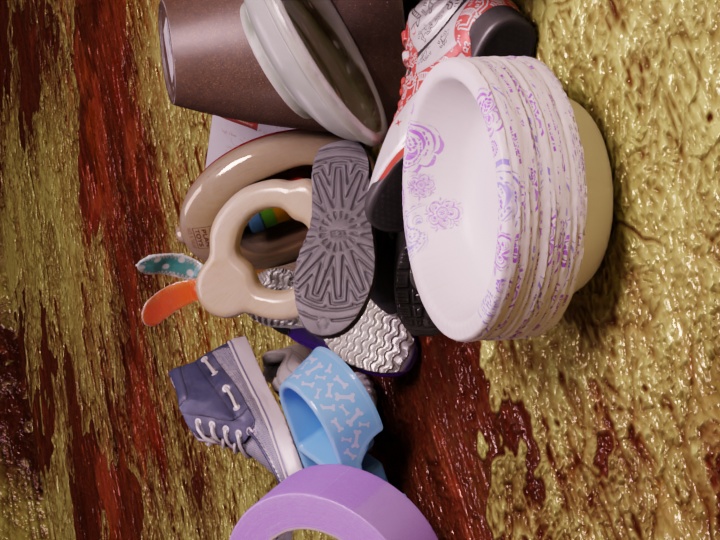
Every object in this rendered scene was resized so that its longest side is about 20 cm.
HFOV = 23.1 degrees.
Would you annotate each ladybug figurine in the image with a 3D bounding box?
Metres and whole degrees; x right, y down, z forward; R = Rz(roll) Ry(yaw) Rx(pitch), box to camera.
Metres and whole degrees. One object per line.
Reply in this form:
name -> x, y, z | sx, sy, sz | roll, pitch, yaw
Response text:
ladybug figurine -> -0.083, -0.073, 1.664 | 0.072, 0.198, 0.137 | -114, 8, -53

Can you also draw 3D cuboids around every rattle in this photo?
rattle -> -0.096, -0.015, 1.620 | 0.131, 0.199, 0.143 | 55, -158, -17

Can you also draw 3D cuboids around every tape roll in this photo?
tape roll -> -0.021, 0.277, 1.562 | 0.198, 0.066, 0.202 | 11, 113, 27

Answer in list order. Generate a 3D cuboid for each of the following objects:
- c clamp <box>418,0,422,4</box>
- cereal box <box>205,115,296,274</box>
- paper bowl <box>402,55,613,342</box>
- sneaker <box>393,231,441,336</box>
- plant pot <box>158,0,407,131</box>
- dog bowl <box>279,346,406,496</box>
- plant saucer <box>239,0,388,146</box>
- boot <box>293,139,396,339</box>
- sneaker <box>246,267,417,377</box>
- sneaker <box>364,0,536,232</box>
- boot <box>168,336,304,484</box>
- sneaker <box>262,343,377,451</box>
c clamp -> 0.040, -0.261, 1.531 | 0.171, 0.027, 0.202 | 117, 145, -54
cereal box -> -0.087, -0.087, 1.762 | 0.040, 0.143, 0.202 | -52, -23, -52
paper bowl -> 0.109, -0.052, 1.262 | 0.200, 0.103, 0.203 | 176, 90, -70
sneaker -> 0.061, -0.046, 1.465 | 0.091, 0.075, 0.202 | -151, 67, -77
plant pot -> -0.077, -0.207, 1.575 | 0.187, 0.198, 0.189 | 173, 90, -78
dog bowl -> -0.017, 0.167, 1.615 | 0.111, 0.049, 0.202 | 28, 143, 53
plant saucer -> -0.048, -0.179, 1.408 | 0.201, 0.050, 0.201 | 55, -165, -22
boot -> 0.000, -0.001, 1.493 | 0.200, 0.065, 0.167 | 60, -143, -71
sneaker -> -0.009, 0.054, 1.659 | 0.199, 0.099, 0.070 | 23, 84, 39
sneaker -> 0.056, -0.134, 1.383 | 0.202, 0.067, 0.108 | -58, 35, 19
boot -> -0.118, 0.158, 1.720 | 0.073, 0.090, 0.201 | 72, 172, -47
sneaker -> -0.039, 0.125, 1.739 | 0.200, 0.080, 0.076 | -140, 51, -62
